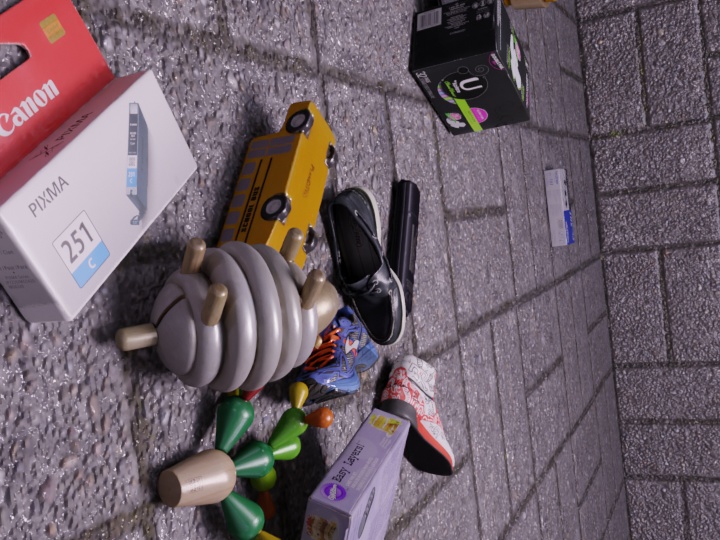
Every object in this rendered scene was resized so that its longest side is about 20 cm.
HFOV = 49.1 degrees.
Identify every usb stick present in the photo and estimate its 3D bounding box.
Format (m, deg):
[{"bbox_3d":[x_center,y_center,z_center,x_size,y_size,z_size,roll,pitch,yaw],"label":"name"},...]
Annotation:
[{"bbox_3d":[0.063,-0.034,1.135,0.055,0.032,0.203,49,43,-60],"label":"usb stick"}]

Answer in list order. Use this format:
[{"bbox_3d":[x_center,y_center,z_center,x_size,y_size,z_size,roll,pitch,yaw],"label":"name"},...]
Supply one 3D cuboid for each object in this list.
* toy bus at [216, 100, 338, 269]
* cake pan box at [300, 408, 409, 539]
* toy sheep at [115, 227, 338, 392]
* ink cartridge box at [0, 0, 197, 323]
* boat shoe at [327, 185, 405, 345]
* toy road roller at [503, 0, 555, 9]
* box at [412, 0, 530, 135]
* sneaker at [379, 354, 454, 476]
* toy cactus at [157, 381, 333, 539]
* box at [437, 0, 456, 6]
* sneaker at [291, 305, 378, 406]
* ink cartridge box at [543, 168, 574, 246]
[{"bbox_3d":[-0.082,-0.074,0.792,0.065,0.077,0.202,50,42,-47],"label":"toy bus"},{"bbox_3d":[-0.012,0.273,0.820,0.184,0.052,0.202,-39,143,-60],"label":"cake pan box"},{"bbox_3d":[-0.106,0.037,0.659,0.198,0.137,0.140,-4,88,-31],"label":"toy sheep"},{"bbox_3d":[-0.213,-0.094,0.567,0.201,0.044,0.178,-65,142,-46],"label":"ink cartridge box"},{"bbox_3d":[0.002,-0.001,0.957,0.066,0.074,0.202,-21,103,-61],"label":"boat shoe"},{"bbox_3d":[0.351,-0.649,1.754,0.147,0.122,0.201,-62,140,-26],"label":"toy road roller"},{"bbox_3d":[0.190,-0.340,1.320,0.200,0.147,0.126,41,48,-54],"label":"box"},{"bbox_3d":[0.092,0.202,1.108,0.202,0.066,0.109,54,41,-42],"label":"sneaker"},{"bbox_3d":[-0.102,0.181,0.706,0.164,0.101,0.203,-3,96,-54],"label":"toy cactus"},{"bbox_3d":[0.186,-0.456,1.417,0.200,0.046,0.161,41,36,-55],"label":"box"},{"bbox_3d":[-0.037,0.093,0.865,0.200,0.074,0.079,-44,115,-76],"label":"sneaker"},{"bbox_3d":[0.532,-0.169,2.106,0.094,0.044,0.203,-13,97,-62],"label":"ink cartridge box"}]
